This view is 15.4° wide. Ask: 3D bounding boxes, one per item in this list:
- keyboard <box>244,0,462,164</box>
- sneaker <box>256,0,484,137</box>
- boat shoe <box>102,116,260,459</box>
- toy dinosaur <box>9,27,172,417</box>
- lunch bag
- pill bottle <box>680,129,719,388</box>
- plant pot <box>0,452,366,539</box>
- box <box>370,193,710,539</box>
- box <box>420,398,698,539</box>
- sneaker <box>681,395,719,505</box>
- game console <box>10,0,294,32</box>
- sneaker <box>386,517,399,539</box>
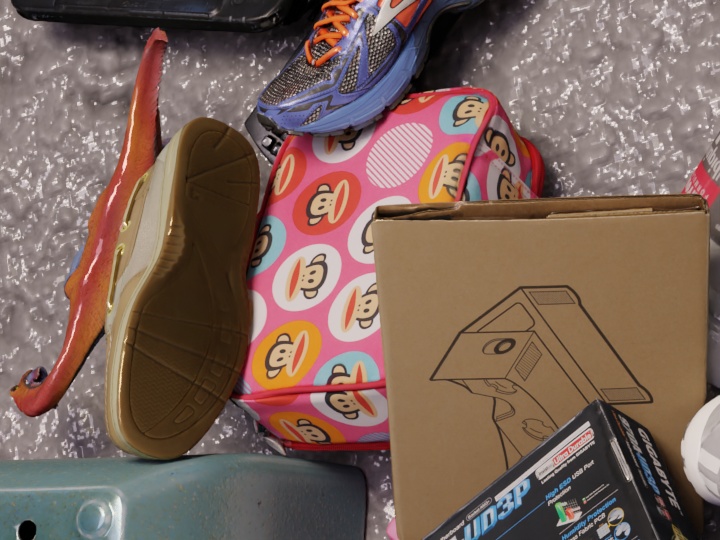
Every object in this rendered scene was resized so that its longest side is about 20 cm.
[{"bbox_3d":[-0.003,-0.150,1.547,0.104,0.040,0.200,38,95,29],"label":"keyboard"},{"bbox_3d":[0.008,-0.154,1.472,0.200,0.079,0.075,-49,34,-16],"label":"sneaker"},{"bbox_3d":[-0.102,0.016,1.435,0.066,0.074,0.201,-30,39,50],"label":"boat shoe"},{"bbox_3d":[-0.151,-0.009,1.532,0.105,0.201,0.182,10,50,44],"label":"toy dinosaur"},{"bbox_3d":[0.000,0.000,1.452,0.175,0.082,0.201,-6,55,34],"label":"lunch bag"},{"bbox_3d":[0.226,-0.038,1.350,0.111,0.110,0.201,41,111,29],"label":"pill bottle"},{"bbox_3d":[-0.131,0.188,1.436,0.195,0.200,0.198,-4,75,27],"label":"plant pot"},{"bbox_3d":[0.092,0.052,1.333,0.162,0.201,0.021,-2,35,3],"label":"box"},{"bbox_3d":[0.079,0.183,1.299,0.200,0.046,0.159,-41,41,19],"label":"box"},{"bbox_3d":[0.260,0.070,1.289,0.199,0.116,0.075,-30,105,-3],"label":"sneaker"},{"bbox_3d":[-0.119,-0.245,1.576,0.199,0.117,0.177,6,59,31],"label":"game console"},{"bbox_3d":[0.053,0.168,1.425,0.095,0.079,0.201,28,92,18],"label":"sneaker"}]
